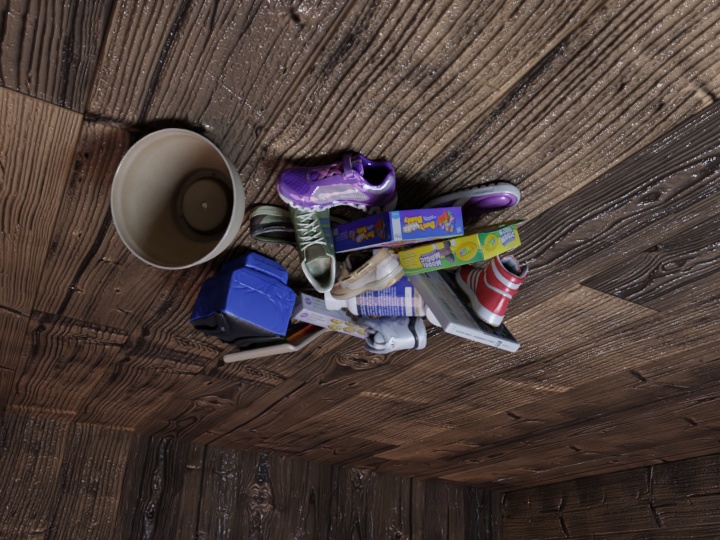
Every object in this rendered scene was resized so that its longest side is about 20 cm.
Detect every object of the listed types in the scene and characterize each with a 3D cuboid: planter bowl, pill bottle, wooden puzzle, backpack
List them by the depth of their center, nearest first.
[{"bbox_3d":[-0.259,-0.104,1.056,0.196,0.205,0.135,-3,180,12],"label":"planter bowl"},{"bbox_3d":[0.032,0.030,1.340,0.196,0.118,0.116,0,154,6],"label":"pill bottle"},{"bbox_3d":[-0.236,0.065,1.382,0.161,0.170,0.199,30,150,-27],"label":"backpack"},{"bbox_3d":[-0.168,0.144,1.455,0.182,0.038,0.199,-13,-177,29],"label":"wooden puzzle"}]

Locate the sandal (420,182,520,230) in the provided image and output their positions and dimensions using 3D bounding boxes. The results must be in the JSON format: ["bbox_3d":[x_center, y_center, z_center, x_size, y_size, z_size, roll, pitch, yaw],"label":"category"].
[{"bbox_3d":[0.171,-0.095,1.150,0.201,0.051,0.082,-20,145,39],"label":"sandal"}]

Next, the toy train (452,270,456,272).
[{"bbox_3d":[0.162,0.053,1.450,0.034,0.047,0.200,16,151,-24],"label":"toy train"}]

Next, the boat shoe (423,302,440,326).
[{"bbox_3d":[0.182,0.061,1.334,0.198,0.069,0.072,5,132,-44],"label":"boat shoe"}]

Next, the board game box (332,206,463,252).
[{"bbox_3d":[0.056,-0.065,1.118,0.132,0.046,0.199,-6,179,-27],"label":"board game box"}]

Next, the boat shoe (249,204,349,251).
[{"bbox_3d":[-0.103,-0.064,1.227,0.196,0.066,0.073,7,152,-10],"label":"boat shoe"}]

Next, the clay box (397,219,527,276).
[{"bbox_3d":[0.172,-0.038,1.131,0.114,0.048,0.198,-20,-174,-43],"label":"clay box"}]

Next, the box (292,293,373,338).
[{"bbox_3d":[-0.053,0.098,1.436,0.198,0.039,0.041,21,133,-37],"label":"box"}]

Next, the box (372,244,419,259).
[{"bbox_3d":[0.119,-0.042,1.265,0.196,0.040,0.041,2,172,3],"label":"box"}]

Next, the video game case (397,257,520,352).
[{"bbox_3d":[0.171,0.056,1.216,0.180,0.201,0.024,19,116,-36],"label":"video game case"}]

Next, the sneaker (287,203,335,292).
[{"bbox_3d":[-0.075,-0.053,1.140,0.066,0.090,0.203,-12,126,-2],"label":"sneaker"}]

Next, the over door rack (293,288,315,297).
[{"bbox_3d":[-0.061,0.077,1.501,0.198,0.068,0.147,-17,148,34],"label":"over door rack"}]

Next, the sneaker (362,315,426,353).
[{"bbox_3d":[0.053,0.103,1.399,0.113,0.200,0.076,-9,115,-13],"label":"sneaker"}]

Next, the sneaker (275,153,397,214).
[{"bbox_3d":[-0.031,-0.142,1.061,0.196,0.082,0.089,2,149,-11],"label":"sneaker"}]

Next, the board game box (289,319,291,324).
[{"bbox_3d":[-0.249,0.083,1.557,0.196,0.040,0.159,12,152,-5],"label":"board game box"}]

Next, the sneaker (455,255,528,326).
[{"bbox_3d":[0.232,0.007,1.218,0.070,0.201,0.114,22,109,-15],"label":"sneaker"}]

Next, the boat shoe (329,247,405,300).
[{"bbox_3d":[0.000,0.000,1.204,0.199,0.074,0.070,-18,107,53],"label":"boat shoe"}]
